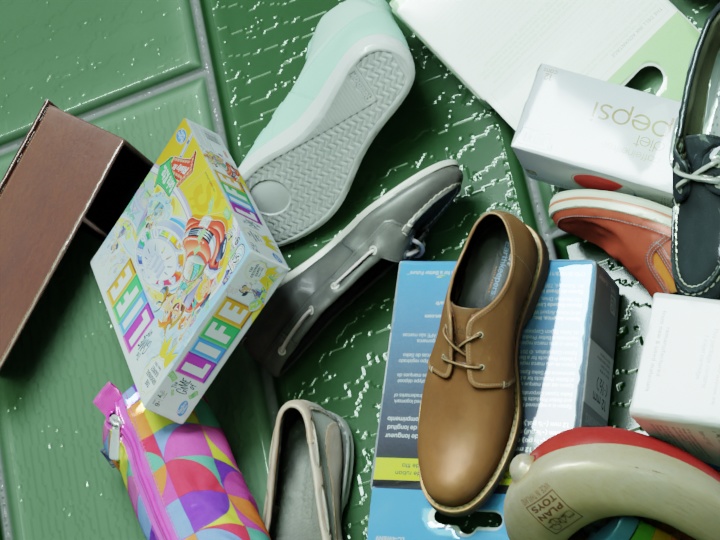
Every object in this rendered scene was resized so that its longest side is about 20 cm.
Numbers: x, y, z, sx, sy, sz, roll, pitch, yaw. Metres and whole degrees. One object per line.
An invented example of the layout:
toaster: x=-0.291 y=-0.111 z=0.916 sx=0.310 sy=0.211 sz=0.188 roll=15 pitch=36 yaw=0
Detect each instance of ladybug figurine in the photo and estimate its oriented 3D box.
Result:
ladybug figurine: x=0.174 y=0.155 z=1.451 sx=0.136 sy=0.199 sz=0.072 roll=-38 pitch=30 yaw=36

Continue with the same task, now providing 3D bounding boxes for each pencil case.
pencil case: x=-0.118 y=0.157 z=1.591 sx=0.088 sy=0.088 sz=0.200 roll=-39 pitch=43 yaw=5

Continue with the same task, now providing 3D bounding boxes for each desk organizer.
desk organizer: x=-0.237 y=-0.015 z=1.740 sx=0.077 sy=0.072 sz=0.201 roll=24 pitch=82 yaw=26

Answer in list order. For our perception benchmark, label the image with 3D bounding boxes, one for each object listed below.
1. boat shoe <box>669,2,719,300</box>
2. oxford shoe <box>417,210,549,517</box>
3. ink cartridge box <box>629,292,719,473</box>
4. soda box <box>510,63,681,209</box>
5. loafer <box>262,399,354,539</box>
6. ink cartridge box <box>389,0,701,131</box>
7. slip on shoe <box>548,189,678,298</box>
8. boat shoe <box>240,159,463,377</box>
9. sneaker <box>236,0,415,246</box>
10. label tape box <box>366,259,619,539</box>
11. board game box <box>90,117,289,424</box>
boat shoe: x=0.224 y=-0.074 z=1.476 sx=0.075 sy=0.060 sz=0.201 roll=-6 pitch=64 yaw=40
oxford shoe: x=0.069 y=0.057 z=1.513 sx=0.071 sy=0.071 sz=0.202 roll=5 pitch=76 yaw=23
ink cartridge box: x=0.283 y=0.085 z=1.440 sx=0.199 sy=0.146 sz=0.085 roll=7 pitch=72 yaw=24
soda box: x=0.205 y=-0.073 z=1.560 sx=0.199 sy=0.068 sz=0.064 roll=18 pitch=79 yaw=18
loafer: x=-0.044 y=0.186 z=1.587 sx=0.071 sy=0.063 sz=0.202 roll=-6 pitch=69 yaw=21
ink cartridge box: x=0.139 y=-0.167 z=1.653 sx=0.146 sy=0.048 sz=0.200 roll=-44 pitch=82 yaw=3
slip on shoe: x=0.208 y=-0.002 z=1.550 sx=0.199 sy=0.074 sz=0.062 roll=26 pitch=85 yaw=24
boat shoe: x=0.000 y=0.000 z=1.643 sx=0.199 sy=0.067 sz=0.057 roll=-36 pitch=77 yaw=12
sneaker: x=-0.032 y=-0.109 z=1.701 sx=0.201 sy=0.074 sz=0.118 roll=-48 pitch=23 yaw=22
label tape box: x=0.089 y=0.096 z=1.566 sx=0.142 sy=0.066 sz=0.202 roll=0 pitch=74 yaw=23
board game box: x=-0.123 y=-0.003 z=1.636 sx=0.135 sy=0.034 sz=0.200 roll=-56 pitch=30 yaw=16
